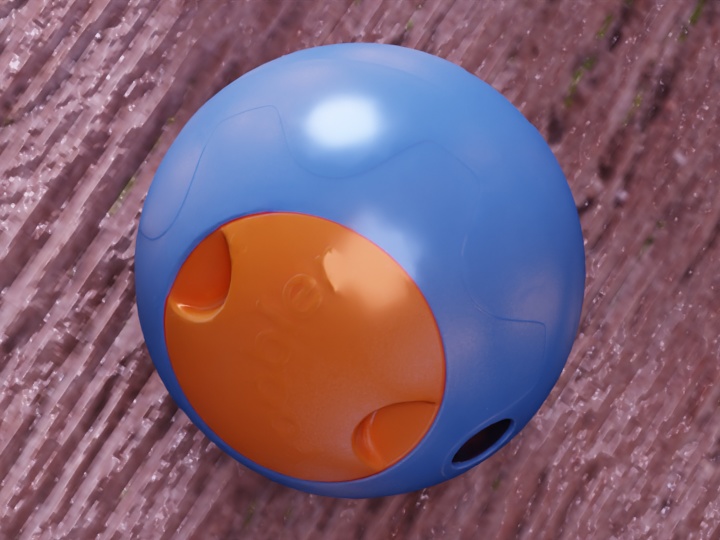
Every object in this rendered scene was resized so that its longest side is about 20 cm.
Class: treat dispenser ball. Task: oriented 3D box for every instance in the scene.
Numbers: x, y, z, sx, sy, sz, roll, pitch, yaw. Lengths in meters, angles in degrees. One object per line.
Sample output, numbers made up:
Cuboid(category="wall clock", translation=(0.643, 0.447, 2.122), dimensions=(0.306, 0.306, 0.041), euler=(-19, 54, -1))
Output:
Cuboid(category="treat dispenser ball", translation=(0.000, 0.000, 1.325), dimensions=(0.200, 0.201, 0.202), euler=(1, 83, -9))
